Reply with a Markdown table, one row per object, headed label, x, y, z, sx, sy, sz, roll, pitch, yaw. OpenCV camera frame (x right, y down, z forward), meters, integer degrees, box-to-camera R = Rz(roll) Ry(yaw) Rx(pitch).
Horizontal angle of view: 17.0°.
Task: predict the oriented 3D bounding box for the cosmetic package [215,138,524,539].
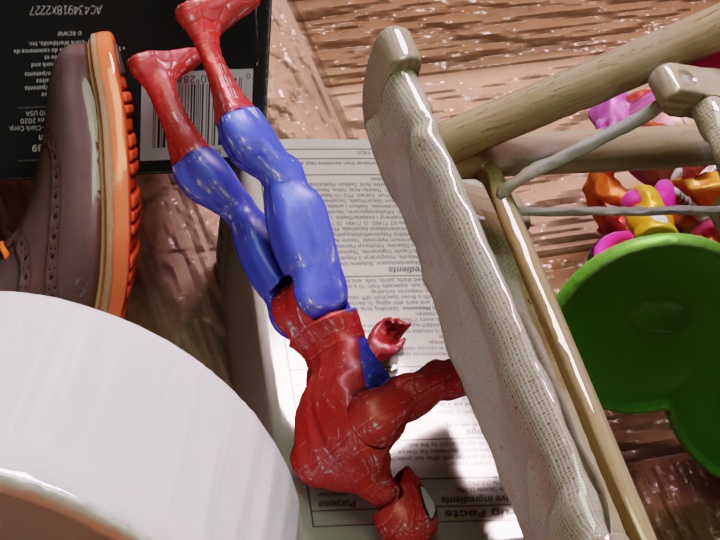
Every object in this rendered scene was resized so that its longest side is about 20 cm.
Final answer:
| label | x | y | z | sx | sy | sz | roll | pitch | yaw |
| --- | --- | --- | --- | --- | --- | --- | --- | --- | --- |
| cosmetic package | 0.006 | 0.044 | 0.914 | 0.103 | 0.073 | 0.201 | 0 | 49 | -11 |

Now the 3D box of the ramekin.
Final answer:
| label | x | y | z | sx | sy | sz | roll | pitch | yaw |
| --- | --- | --- | --- | --- | --- | --- | --- | --- | --- |
| ramekin | -0.112 | 0.101 | 0.760 | 0.199 | 0.201 | 0.098 | 14 | 39 | 0 |

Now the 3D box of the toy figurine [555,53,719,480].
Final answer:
| label | x | y | z | sx | sy | sz | roll | pitch | yaw |
| --- | --- | --- | --- | --- | --- | --- | --- | --- | --- |
| toy figurine | 0.150 | -0.025 | 0.975 | 0.199 | 0.151 | 0.184 | 6 | 36 | -16 |

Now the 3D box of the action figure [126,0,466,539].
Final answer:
| label | x | y | z | sx | sy | sz | roll | pitch | yaw |
| --- | --- | --- | --- | --- | --- | --- | --- | --- | --- |
| action figure | 0.000 | 0.000 | 0.847 | 0.099 | 0.065 | 0.201 | -10 | 73 | -36 |

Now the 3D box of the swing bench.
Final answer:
| label | x | y | z | sx | sy | sz | roll | pitch | yaw |
| --- | --- | --- | --- | --- | --- | --- | --- | --- | --- |
| swing bench | 0.119 | 0.017 | 0.761 | 0.199 | 0.130 | 0.200 | -14 | 58 | -10 |

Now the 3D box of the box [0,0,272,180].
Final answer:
| label | x | y | z | sx | sy | sz | roll | pitch | yaw |
| --- | --- | --- | --- | --- | --- | --- | --- | --- | --- |
| box | -0.126 | -0.125 | 0.954 | 0.148 | 0.125 | 0.200 | -3 | 23 | -16 |

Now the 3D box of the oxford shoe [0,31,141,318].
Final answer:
| label | x | y | z | sx | sy | sz | roll | pitch | yaw |
| --- | --- | --- | --- | --- | --- | --- | --- | --- | --- |
| oxford shoe | -0.117 | 0.013 | 0.853 | 0.072 | 0.071 | 0.201 | 6 | 91 | -3 |
